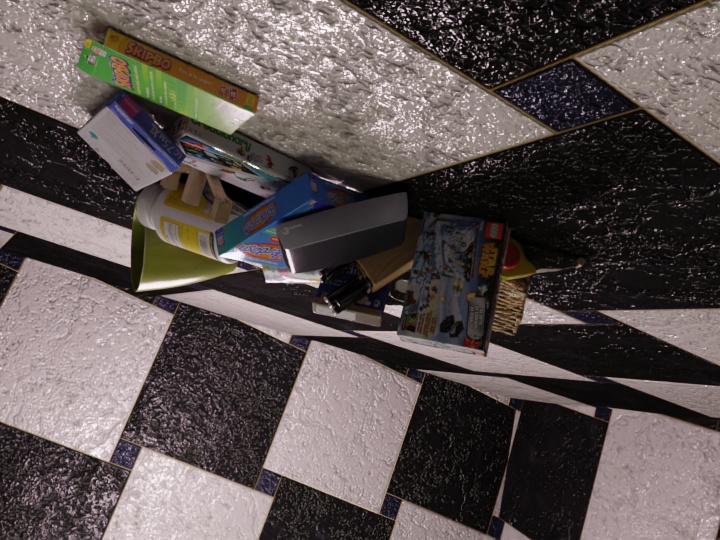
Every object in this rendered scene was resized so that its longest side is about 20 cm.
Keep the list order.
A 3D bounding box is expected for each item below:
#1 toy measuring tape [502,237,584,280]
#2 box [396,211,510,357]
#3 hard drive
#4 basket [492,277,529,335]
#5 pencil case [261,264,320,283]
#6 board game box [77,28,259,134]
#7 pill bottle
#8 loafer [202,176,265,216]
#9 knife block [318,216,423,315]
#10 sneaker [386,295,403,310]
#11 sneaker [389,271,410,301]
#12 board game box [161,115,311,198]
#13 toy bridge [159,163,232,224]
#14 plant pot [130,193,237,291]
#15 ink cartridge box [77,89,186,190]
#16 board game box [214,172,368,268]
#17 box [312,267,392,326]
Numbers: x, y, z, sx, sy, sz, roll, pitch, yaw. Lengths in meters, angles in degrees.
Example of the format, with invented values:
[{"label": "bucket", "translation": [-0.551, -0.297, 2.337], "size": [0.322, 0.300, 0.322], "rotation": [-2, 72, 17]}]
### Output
[{"label": "toy measuring tape", "translation": [0.262, -0.025, 1.113], "size": [0.195, 0.076, 0.074], "rotation": [-9, 171, -9]}, {"label": "box", "translation": [0.142, 0.017, 1.044], "size": [0.134, 0.205, 0.040], "rotation": [8, 163, 22]}, {"label": "hard drive", "translation": [-0.023, -0.051, 1.028], "size": [0.195, 0.043, 0.135], "rotation": [-15, 160, -6]}, {"label": "basket", "translation": [0.203, 0.001, 1.239], "size": [0.195, 0.151, 0.145], "rotation": [11, 135, 12]}, {"label": "pencil case", "translation": [-0.090, -0.021, 1.317], "size": [0.195, 0.093, 0.083], "rotation": [0, 176, 9]}, {"label": "board game box", "translation": [-0.225, -0.219, 0.812], "size": [0.196, 0.031, 0.095], "rotation": [17, 167, -27]}, {"label": "pill bottle", "translation": [-0.294, -0.092, 1.224], "size": [0.196, 0.114, 0.111], "rotation": [18, 170, 20]}, {"label": "loafer", "translation": [-0.165, -0.112, 1.127], "size": [0.195, 0.073, 0.063], "rotation": [18, 163, -4]}, {"label": "knife block", "translation": [0.034, -0.003, 1.128], "size": [0.195, 0.180, 0.064], "rotation": [13, 168, 1]}, {"label": "sneaker", "translation": [0.102, 0.061, 1.631], "size": [0.197, 0.075, 0.080], "rotation": [24, 179, -25]}, {"label": "sneaker", "translation": [0.152, 0.046, 1.511], "size": [0.195, 0.079, 0.089], "rotation": [18, -179, 3]}, {"label": "board game box", "translation": [-0.185, -0.161, 1.003], "size": [0.197, 0.035, 0.125], "rotation": [22, 165, -34]}, {"label": "toy bridge", "translation": [-0.258, -0.138, 1.087], "size": [0.027, 0.069, 0.199], "rotation": [9, -164, -44]}, {"label": "plant pot", "translation": [-0.350, -0.050, 1.397], "size": [0.196, 0.192, 0.186], "rotation": [2, 173, -26]}, {"label": "ink cartridge box", "translation": [-0.316, -0.179, 0.963], "size": [0.120, 0.042, 0.198], "rotation": [48, 155, -23]}, {"label": "board game box", "translation": [-0.101, -0.069, 1.056], "size": [0.198, 0.046, 0.151], "rotation": [-27, 158, 32]}, {"label": "box", "translation": [0.000, 0.000, 1.211], "size": [0.118, 0.203, 0.033], "rotation": [10, 138, 9]}]
